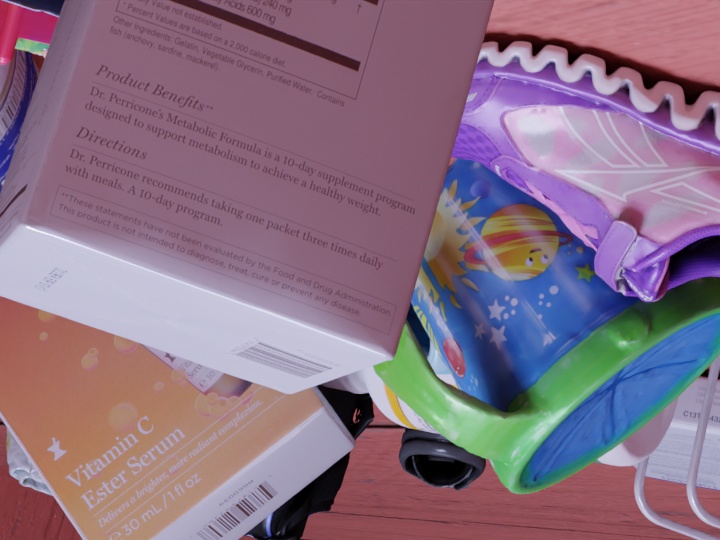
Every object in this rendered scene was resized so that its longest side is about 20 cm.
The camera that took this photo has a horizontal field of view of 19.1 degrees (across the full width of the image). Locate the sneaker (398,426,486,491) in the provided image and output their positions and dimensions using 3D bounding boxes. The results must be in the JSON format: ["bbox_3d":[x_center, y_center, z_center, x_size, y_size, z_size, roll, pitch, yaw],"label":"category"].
[{"bbox_3d":[0.056,0.106,1.506,0.070,0.100,0.200,13,168,1],"label":"sneaker"}]

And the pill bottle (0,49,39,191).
[{"bbox_3d":[-0.211,-0.077,1.027,0.119,0.121,0.200,15,166,4],"label":"pill bottle"}]

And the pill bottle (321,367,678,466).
[{"bbox_3d":[0.070,0.038,1.184,0.199,0.114,0.113,7,164,30],"label":"pill bottle"}]

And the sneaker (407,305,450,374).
[{"bbox_3d":[0.000,0.000,1.103,0.082,0.075,0.199,-12,-158,-39],"label":"sneaker"}]

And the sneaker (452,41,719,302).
[{"bbox_3d":[0.109,-0.035,0.901,0.198,0.089,0.081,14,168,12],"label":"sneaker"}]

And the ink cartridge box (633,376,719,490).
[{"bbox_3d":[0.257,0.113,1.430,0.195,0.044,0.200,8,167,26],"label":"ink cartridge box"}]

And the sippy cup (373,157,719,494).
[{"bbox_3d":[0.084,0.010,0.980,0.131,0.140,0.178,52,-168,18],"label":"sippy cup"}]

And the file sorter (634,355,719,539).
[{"bbox_3d":[0.261,0.089,1.148,0.138,0.126,0.200,21,165,-24],"label":"file sorter"}]

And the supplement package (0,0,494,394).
[{"bbox_3d":[-0.028,-0.079,0.632,0.109,0.202,0.114,20,167,-14],"label":"supplement package"}]

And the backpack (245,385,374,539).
[{"bbox_3d":[-0.060,0.080,1.367,0.153,0.201,0.190,22,178,16],"label":"backpack"}]

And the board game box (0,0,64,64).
[{"bbox_3d":[-0.107,-0.090,0.878,0.198,0.039,0.158,18,-169,9],"label":"board game box"}]

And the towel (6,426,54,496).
[{"bbox_3d":[-0.158,0.075,1.437,0.048,0.201,0.171,-27,141,34],"label":"towel"}]

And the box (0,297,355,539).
[{"bbox_3d":[-0.125,0.059,1.221,0.200,0.152,0.106,51,177,19],"label":"box"}]
